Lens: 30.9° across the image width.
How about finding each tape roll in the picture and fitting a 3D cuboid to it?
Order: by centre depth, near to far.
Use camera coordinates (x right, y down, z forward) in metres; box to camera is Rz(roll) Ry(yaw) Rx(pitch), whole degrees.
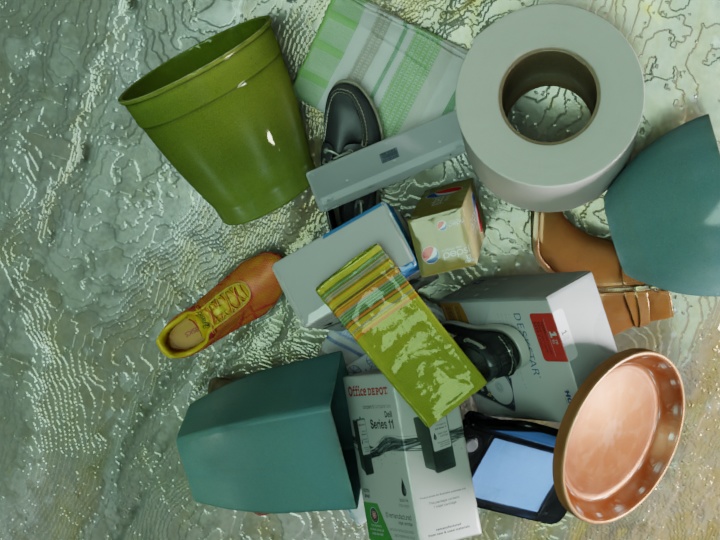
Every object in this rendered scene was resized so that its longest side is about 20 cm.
[{"bbox_3d":[0.208,-0.175,1.435,0.202,0.139,0.204,-1,81,9],"label":"tape roll"}]

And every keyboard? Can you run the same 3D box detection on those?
[{"bbox_3d":[0.036,-0.129,1.529,0.199,0.011,0.056,-23,117,-5],"label":"keyboard"}]

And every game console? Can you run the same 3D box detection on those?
[{"bbox_3d":[0.212,0.241,1.538,0.199,0.116,0.176,18,110,-25],"label":"game console"}]

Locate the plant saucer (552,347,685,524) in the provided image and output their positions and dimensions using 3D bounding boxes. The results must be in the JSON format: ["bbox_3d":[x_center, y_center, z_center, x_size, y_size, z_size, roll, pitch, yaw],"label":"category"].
[{"bbox_3d":[0.280,0.180,1.426,0.032,0.200,0.201,23,112,47],"label":"plant saucer"}]

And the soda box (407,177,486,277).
[{"bbox_3d":[0.101,-0.052,1.486,0.064,0.200,0.068,-14,100,11],"label":"soda box"}]

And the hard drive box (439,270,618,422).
[{"bbox_3d":[0.200,0.088,1.506,0.200,0.077,0.156,-6,107,57],"label":"hard drive box"}]

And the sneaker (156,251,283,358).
[{"bbox_3d":[-0.169,0.051,1.633,0.200,0.077,0.073,-40,92,16],"label":"sneaker"}]

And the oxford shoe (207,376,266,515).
[{"bbox_3d":[-0.147,0.223,1.686,0.070,0.075,0.201,-22,115,-22],"label":"oxford shoe"}]

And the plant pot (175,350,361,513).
[{"bbox_3d":[-0.108,0.204,1.562,0.199,0.141,0.142,-10,112,10],"label":"plant pot"}]

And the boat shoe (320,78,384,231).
[{"bbox_3d":[-0.014,-0.125,1.551,0.072,0.063,0.201,6,113,21],"label":"boat shoe"}]

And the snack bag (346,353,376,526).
[{"bbox_3d":[0.018,0.203,1.638,0.200,0.021,0.189,-33,94,20],"label":"snack bag"}]

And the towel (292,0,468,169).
[{"bbox_3d":[0.029,-0.227,1.548,0.199,0.031,0.150,28,107,4],"label":"towel"}]

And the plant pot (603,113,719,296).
[{"bbox_3d":[0.346,-0.056,1.435,0.134,0.200,0.201,-16,100,16],"label":"plant pot"}]

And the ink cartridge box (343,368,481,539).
[{"bbox_3d":[0.056,0.209,1.501,0.083,0.147,0.201,-8,86,-24],"label":"ink cartridge box"}]

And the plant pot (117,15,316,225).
[{"bbox_3d":[-0.149,-0.165,1.530,0.200,0.201,0.193,-23,110,16],"label":"plant pot"}]

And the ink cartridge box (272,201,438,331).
[{"bbox_3d":[0.000,0.000,1.504,0.146,0.200,0.086,-29,80,8],"label":"ink cartridge box"}]

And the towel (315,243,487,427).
[{"bbox_3d":[0.044,0.071,1.402,0.086,0.018,0.200,-37,101,10],"label":"towel"}]

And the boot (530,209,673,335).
[{"bbox_3d":[0.281,-0.019,1.524,0.155,0.077,0.201,-9,97,11],"label":"boot"}]

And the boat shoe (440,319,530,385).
[{"bbox_3d":[0.112,0.099,1.513,0.200,0.060,0.076,-19,96,59],"label":"boat shoe"}]

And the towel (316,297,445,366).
[{"bbox_3d":[0.022,0.111,1.636,0.147,0.024,0.201,28,108,5],"label":"towel"}]
